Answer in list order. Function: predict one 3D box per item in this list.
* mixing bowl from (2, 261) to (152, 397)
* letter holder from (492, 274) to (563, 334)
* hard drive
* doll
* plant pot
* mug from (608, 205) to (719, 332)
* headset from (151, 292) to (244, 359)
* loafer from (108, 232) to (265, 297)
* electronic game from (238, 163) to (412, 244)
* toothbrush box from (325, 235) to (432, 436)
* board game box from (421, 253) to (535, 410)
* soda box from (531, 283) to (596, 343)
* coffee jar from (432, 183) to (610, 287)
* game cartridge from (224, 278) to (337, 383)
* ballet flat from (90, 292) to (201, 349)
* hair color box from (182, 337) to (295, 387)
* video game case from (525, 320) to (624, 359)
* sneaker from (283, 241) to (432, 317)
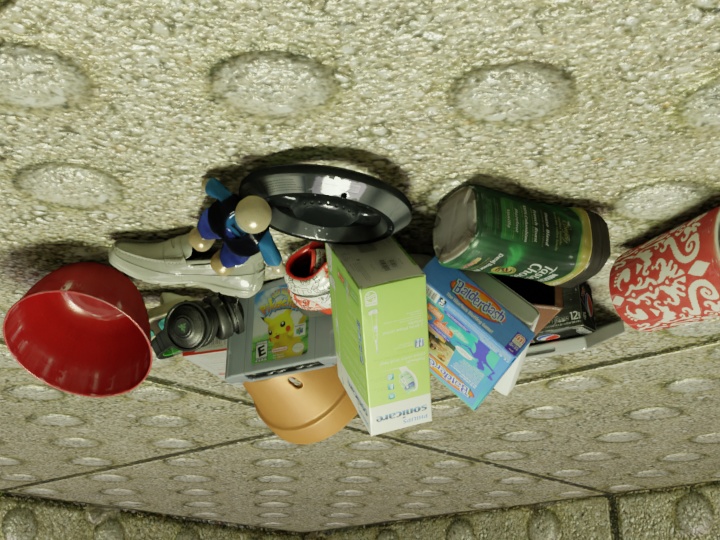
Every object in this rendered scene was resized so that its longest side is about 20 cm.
[{"bbox_3d":[-0.362,0.062,1.421,0.197,0.109,0.202,3,134,3],"label":"mixing bowl"},{"bbox_3d":[0.168,0.030,1.408,0.140,0.102,0.200,4,159,-8],"label":"letter holder"},{"bbox_3d":[0.152,0.070,1.345,0.131,0.026,0.201,37,154,19],"label":"hard drive"},{"bbox_3d":[-0.137,-0.044,1.202,0.137,0.048,0.200,48,157,-5],"label":"doll"},{"bbox_3d":[-0.095,0.133,1.565,0.198,0.202,0.140,-12,141,28],"label":"plant pot"},{"bbox_3d":[0.428,0.007,1.316,0.175,0.135,0.199,12,159,-26],"label":"mug"},{"bbox_3d":[-0.209,0.053,1.435,0.199,0.095,0.123,-33,171,39],"label":"headset"},{"bbox_3d":[-0.215,-0.019,1.333,0.197,0.070,0.071,8,117,-1],"label":"loafer"},{"bbox_3d":[-0.039,-0.075,1.205,0.197,0.042,0.200,7,164,2],"label":"electronic game"},{"bbox_3d":[0.022,0.071,1.296,0.085,0.203,0.146,-11,-153,-14],"label":"toothbrush box"},{"bbox_3d":[0.121,0.080,1.324,0.152,0.045,0.200,41,155,10],"label":"board game box"},{"bbox_3d":[0.235,0.069,1.544,0.198,0.072,0.063,-13,160,27],"label":"soda box"},{"bbox_3d":[0.191,-0.037,1.251,0.197,0.087,0.104,9,157,-25],"label":"coffee jar"},{"bbox_3d":[-0.101,0.076,1.471,0.198,0.135,0.040,-14,148,27],"label":"game cartridge"},{"bbox_3d":[-0.295,0.065,1.529,0.197,0.070,0.070,-16,161,-7],"label":"ballet flat"},{"bbox_3d":[-0.191,0.130,1.711,0.109,0.065,0.200,-8,156,17],"label":"hair color box"},{"bbox_3d":[0.292,0.113,1.637,0.180,0.024,0.199,-13,178,30],"label":"video game case"},{"bbox_3d":[0.000,0.001,1.370,0.198,0.068,0.108,-11,148,8],"label":"sneaker"}]
